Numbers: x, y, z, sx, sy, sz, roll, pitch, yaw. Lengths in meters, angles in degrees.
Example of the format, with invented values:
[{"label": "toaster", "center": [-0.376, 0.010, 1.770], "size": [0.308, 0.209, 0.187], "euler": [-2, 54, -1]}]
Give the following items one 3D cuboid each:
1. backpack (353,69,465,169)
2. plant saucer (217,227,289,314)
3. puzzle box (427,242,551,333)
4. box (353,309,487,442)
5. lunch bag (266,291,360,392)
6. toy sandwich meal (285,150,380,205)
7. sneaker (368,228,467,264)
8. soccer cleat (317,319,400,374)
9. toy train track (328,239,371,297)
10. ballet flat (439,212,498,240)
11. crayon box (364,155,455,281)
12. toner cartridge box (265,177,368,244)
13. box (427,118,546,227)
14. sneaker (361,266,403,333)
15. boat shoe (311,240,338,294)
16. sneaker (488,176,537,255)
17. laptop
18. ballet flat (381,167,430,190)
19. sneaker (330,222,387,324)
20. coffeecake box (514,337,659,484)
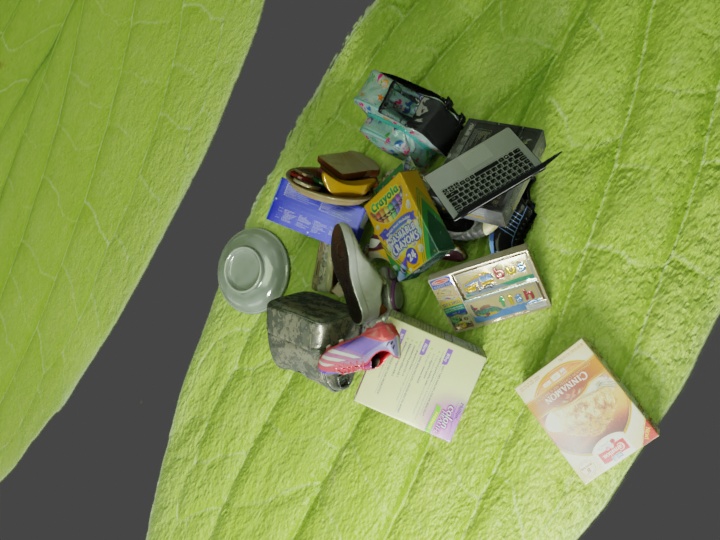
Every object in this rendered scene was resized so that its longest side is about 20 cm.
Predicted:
[{"label": "backpack", "center": [0.083, -0.302, 1.347], "size": [0.200, 0.177, 0.151], "euler": [41, 101, 29]}, {"label": "plant saucer", "center": [-0.257, -0.001, 1.562], "size": [0.199, 0.050, 0.202], "euler": [-2, 85, 27]}, {"label": "puzzle box", "center": [0.243, 0.037, 1.283], "size": [0.199, 0.025, 0.134], "euler": [-19, 114, 24]}, {"label": "box", "center": [0.114, 0.197, 1.301], "size": [0.199, 0.097, 0.177], "euler": [22, 97, 4]}, {"label": "lunch bag", "center": [-0.098, 0.148, 1.409], "size": [0.199, 0.139, 0.169], "euler": [16, 110, 43]}, {"label": "toy sandwich meal", "center": [-0.052, -0.195, 1.387], "size": [0.204, 0.205, 0.071], "euler": [26, 116, 25]}, {"label": "sneaker", "center": [0.112, -0.030, 1.363], "size": [0.199, 0.075, 0.091], "euler": [16, 95, 21]}, {"label": "soccer cleat", "center": [-0.006, 0.159, 1.244], "size": [0.200, 0.066, 0.077], "euler": [-33, 59, 34]}, {"label": "toy train track", "center": [0.012, -0.027, 1.415], "size": [0.115, 0.033, 0.200], "euler": [38, 91, -12]}, {"label": "ballet flat", "center": [0.171, -0.097, 1.302], "size": [0.199, 0.057, 0.067], "euler": [5, 69, 33]}, {"label": "crayon box", "center": [0.083, -0.097, 1.283], "size": [0.126, 0.051, 0.201], "euler": [-40, 69, 47]}, {"label": "toner cartridge box", "center": [-0.087, -0.114, 1.404], "size": [0.199, 0.043, 0.096], "euler": [22, 91, 17]}, {"label": "box", "center": [0.237, -0.188, 1.279], "size": [0.158, 0.048, 0.201], "euler": [17, 67, 30]}, {"label": "sneaker", "center": [0.038, 0.093, 1.393], "size": [0.099, 0.075, 0.202], "euler": [-4, 84, 25]}, {"label": "boat shoe", "center": [-0.071, -0.052, 1.460], "size": [0.062, 0.073, 0.202], "euler": [5, 89, 24]}, {"label": "sneaker", "center": [0.291, -0.087, 1.285], "size": [0.077, 0.070, 0.202], "euler": [-2, 84, 33]}, {"label": "laptop", "center": [0.219, -0.180, 1.177], "size": [0.186, 0.116, 0.201], "euler": [-30, 52, 1]}, {"label": "ballet flat", "center": [0.122, -0.171, 1.379], "size": [0.199, 0.064, 0.076], "euler": [16, 92, 27]}, {"label": "sneaker", "center": [0.000, 0.000, 1.340], "size": [0.073, 0.084, 0.201], "euler": [-14, 90, 59]}, {"label": "coffeecake box", "center": [0.399, 0.245, 1.205], "size": [0.153, 0.073, 0.201], "euler": [-41, 70, 17]}]
